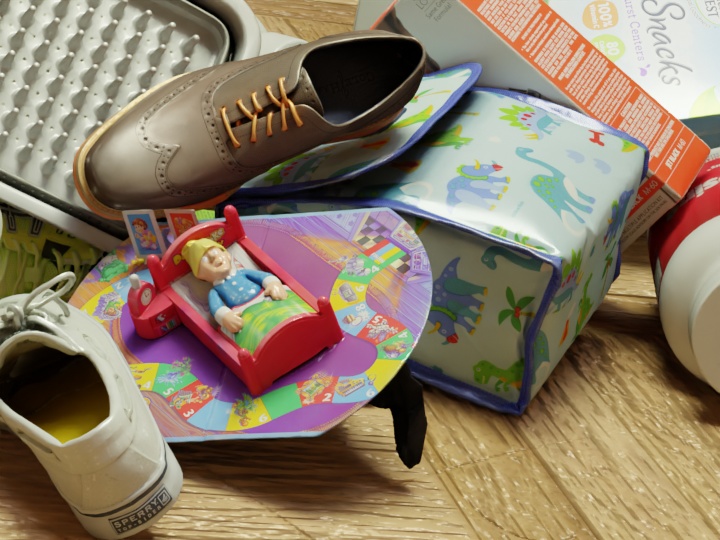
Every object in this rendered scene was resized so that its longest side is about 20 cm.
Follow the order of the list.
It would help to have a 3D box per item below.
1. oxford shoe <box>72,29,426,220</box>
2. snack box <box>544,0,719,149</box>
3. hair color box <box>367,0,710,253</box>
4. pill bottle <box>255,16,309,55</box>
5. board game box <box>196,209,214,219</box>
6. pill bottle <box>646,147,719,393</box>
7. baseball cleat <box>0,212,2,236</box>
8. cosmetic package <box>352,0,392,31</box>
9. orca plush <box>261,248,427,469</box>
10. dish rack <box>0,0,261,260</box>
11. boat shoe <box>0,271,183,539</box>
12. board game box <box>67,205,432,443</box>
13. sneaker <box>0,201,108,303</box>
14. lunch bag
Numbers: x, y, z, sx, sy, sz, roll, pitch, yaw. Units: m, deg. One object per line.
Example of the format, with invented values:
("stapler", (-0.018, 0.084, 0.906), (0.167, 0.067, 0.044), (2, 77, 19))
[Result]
("oxford shoe", (-0.057, -0.084, 1.454), (0.200, 0.071, 0.073), (-25, -2, -21))
("snack box", (0.174, -0.150, 1.805), (0.168, 0.068, 0.200), (-7, 53, 1))
("hair color box", (0.093, -0.091, 1.636), (0.200, 0.111, 0.064), (41, 41, -3))
("pill bottle", (-0.125, -0.123, 1.756), (0.200, 0.113, 0.112), (14, 18, 31))
("board game box", (0.000, 0.000, 1.631), (0.200, 0.030, 0.096), (4, 20, -12))
("pill bottle", (0.227, 0.005, 1.610), (0.112, 0.112, 0.200), (10, 19, -1))
("baseball cleat", (-0.233, 0.040, 1.333), (0.070, 0.106, 0.200), (37, 45, -8))
("cosmetic package", (0.112, -0.148, 1.982), (0.199, 0.123, 0.200), (15, 18, 13))
("orca plush", (-0.035, 0.056, 1.433), (0.200, 0.071, 0.105), (38, -13, 45))
("dish rack", (-0.167, -0.106, 1.485), (0.200, 0.172, 0.044), (26, -24, -11))
("boat shoe", (-0.151, 0.045, 1.298), (0.075, 0.086, 0.202), (-32, 34, -5))
("board game box", (-0.066, 0.014, 1.371), (0.200, 0.039, 0.158), (-3, 43, 18))
("sneaker", (-0.180, -0.012, 1.490), (0.076, 0.076, 0.200), (21, 22, 29))
("lunch bag", (0.040, -0.034, 1.549), (0.200, 0.128, 0.170), (20, 31, 15))
